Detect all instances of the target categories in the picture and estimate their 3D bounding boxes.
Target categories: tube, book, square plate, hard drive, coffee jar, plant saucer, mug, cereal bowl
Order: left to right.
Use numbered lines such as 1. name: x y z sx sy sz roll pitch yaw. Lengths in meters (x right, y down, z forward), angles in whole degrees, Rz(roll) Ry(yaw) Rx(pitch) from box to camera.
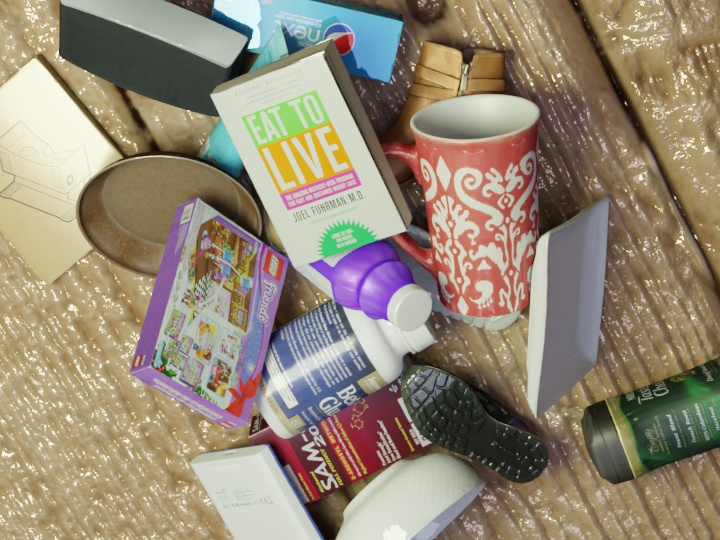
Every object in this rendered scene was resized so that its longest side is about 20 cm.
1. hard drive: -0.221 -0.231 1.553 0.198 0.135 0.043 21 61 -2
2. plant saucer: -0.204 -0.065 1.603 0.198 0.037 0.201 0 141 0
3. tube: -0.121 -0.160 1.566 0.050 0.078 0.200 4 141 -32
4. hard drive: -0.103 0.294 1.716 0.131 0.025 0.201 -14 110 45
5. book: -0.048 -0.113 1.492 0.133 0.048 0.201 -18 112 21
6. cereal bowl: 0.042 0.272 1.667 0.200 0.200 0.083 -45 77 12
7. mug: 0.109 -0.068 1.552 0.176 0.133 0.202 10 120 33
8. square plate: 0.219 0.034 1.598 0.028 0.200 0.200 10 108 25
9. coffee jar: 0.347 0.167 1.670 0.198 0.104 0.086 -21 102 6

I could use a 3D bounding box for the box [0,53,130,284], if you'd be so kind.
1. box: -0.348 -0.110 1.641 0.163 0.021 0.200 -37 102 11

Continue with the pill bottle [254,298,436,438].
1. pill bottle: -0.022 0.089 1.616 0.199 0.111 0.112 -30 104 6

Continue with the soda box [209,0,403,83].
1. soda box: -0.057 -0.256 1.574 0.198 0.064 0.068 13 106 -2

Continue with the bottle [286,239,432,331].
1. bottle: 0.000 0.000 1.560 0.083 0.200 0.066 -26 127 -24

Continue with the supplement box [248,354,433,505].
1. supplement box: -0.016 0.180 1.701 0.199 0.061 0.109 -27 104 9

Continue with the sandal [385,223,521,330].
1. sandal: 0.089 0.003 1.658 0.202 0.050 0.082 33 119 -21

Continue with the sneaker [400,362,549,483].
1. sneaker: 0.117 0.163 1.672 0.199 0.088 0.076 37 100 -21

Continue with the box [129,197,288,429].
1. box: -0.154 0.045 1.549 0.039 0.202 0.136 -18 139 42

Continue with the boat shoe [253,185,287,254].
1. boat shoe: -0.082 -0.109 1.610 0.071 0.076 0.202 1 106 0

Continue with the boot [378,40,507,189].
1. boot: 0.061 -0.166 1.590 0.198 0.077 0.157 4 108 -3
